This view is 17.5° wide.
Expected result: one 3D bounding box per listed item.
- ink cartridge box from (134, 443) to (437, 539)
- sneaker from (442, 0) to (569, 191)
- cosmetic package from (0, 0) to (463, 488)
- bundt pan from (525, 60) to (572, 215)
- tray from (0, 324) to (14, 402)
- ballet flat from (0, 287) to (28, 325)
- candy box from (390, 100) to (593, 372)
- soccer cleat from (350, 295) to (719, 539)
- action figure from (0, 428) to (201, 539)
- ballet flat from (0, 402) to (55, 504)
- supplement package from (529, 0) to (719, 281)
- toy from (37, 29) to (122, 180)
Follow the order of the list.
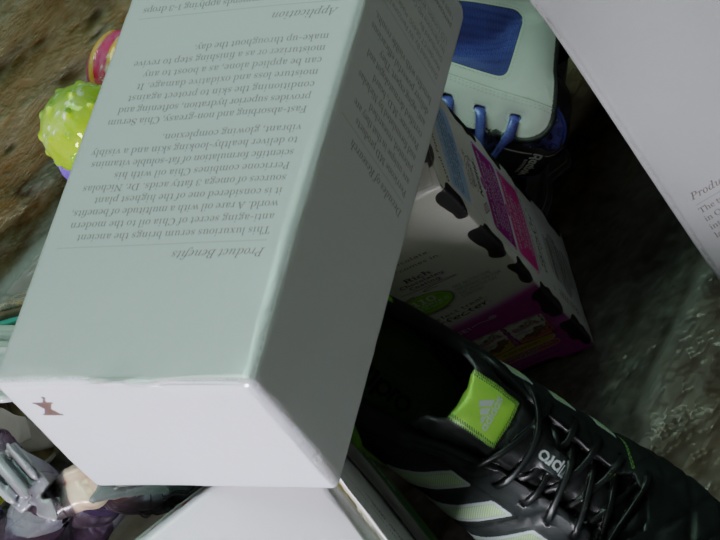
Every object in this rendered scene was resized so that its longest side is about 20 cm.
[{"bbox_3d":[-0.049,0.127,0.881,0.146,0.084,0.200,-39,-2,0],"label":"ink cartridge box"},{"bbox_3d":[0.023,-0.073,0.974,0.199,0.081,0.115,-35,73,-25],"label":"sneaker"},{"bbox_3d":[-0.040,-0.029,0.808,0.101,0.071,0.201,-2,56,28],"label":"cosmetic package"},{"bbox_3d":[0.009,-0.093,1.075,0.200,0.076,0.203,5,59,-8],"label":"bundt pan"},{"bbox_3d":[-0.155,0.039,1.033,0.107,0.022,0.199,-6,3,-34],"label":"tray"},{"bbox_3d":[-0.108,0.021,1.176,0.199,0.068,0.067,-6,38,27],"label":"ballet flat"},{"bbox_3d":[0.000,0.000,0.953,0.136,0.200,0.061,-22,65,14],"label":"candy box"},{"bbox_3d":[0.057,0.070,0.859,0.199,0.081,0.068,31,77,11],"label":"soccer cleat"},{"bbox_3d":[-0.122,0.098,1.012,0.200,0.130,0.070,-39,60,34],"label":"action figure"},{"bbox_3d":[-0.181,0.081,1.104,0.067,0.067,0.200,-15,-5,12],"label":"ballet flat"},{"bbox_3d":[0.148,-0.096,0.934,0.116,0.200,0.118,-31,34,10],"label":"supplement package"},{"bbox_3d":[-0.099,-0.075,0.978,0.200,0.047,0.115,-53,0,42],"label":"toy"}]
